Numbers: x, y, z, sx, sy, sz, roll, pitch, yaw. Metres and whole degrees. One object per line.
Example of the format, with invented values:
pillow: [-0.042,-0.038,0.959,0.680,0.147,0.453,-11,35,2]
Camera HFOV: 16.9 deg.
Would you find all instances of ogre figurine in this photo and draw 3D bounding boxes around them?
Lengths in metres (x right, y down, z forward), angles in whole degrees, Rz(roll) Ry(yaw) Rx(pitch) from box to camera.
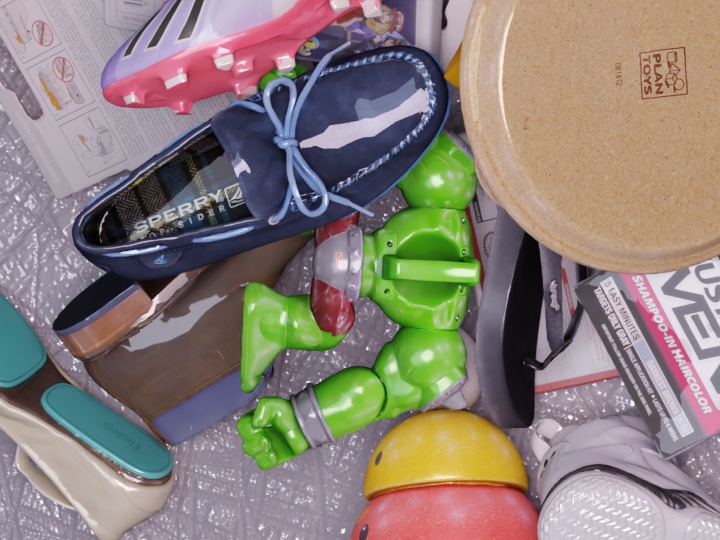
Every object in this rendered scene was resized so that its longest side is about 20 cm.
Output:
ogre figurine: [0.000,0.000,1.235,0.119,0.098,0.201,4,73,0]

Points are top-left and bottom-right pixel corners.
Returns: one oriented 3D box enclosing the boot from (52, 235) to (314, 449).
boot: [-0.061,0.015,1.333,0.199,0.075,0.097,-30,109,11]

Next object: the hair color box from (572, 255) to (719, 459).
hair color box: [0.216,0.002,1.188,0.199,0.061,0.099,-31,83,20]

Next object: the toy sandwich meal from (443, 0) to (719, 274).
toy sandwich meal: [0.132,-0.099,1.140,0.204,0.070,0.207,-2,98,-16]

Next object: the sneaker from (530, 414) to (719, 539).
sneaker: [0.171,0.135,1.232,0.199,0.115,0.075,25,109,-17]

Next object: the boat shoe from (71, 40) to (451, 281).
boat shoe: [-0.047,-0.044,1.171,0.199,0.069,0.084,-33,79,14]

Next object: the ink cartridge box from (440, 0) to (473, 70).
ink cartridge box: [-0.002,-0.193,1.255,0.200,0.067,0.117,42,138,14]

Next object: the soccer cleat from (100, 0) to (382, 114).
soccer cleat: [-0.051,-0.138,1.180,0.199,0.067,0.077,-25,72,35]

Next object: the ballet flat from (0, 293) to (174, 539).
ballet flat: [-0.193,0.079,1.384,0.200,0.069,0.070,42,108,14]

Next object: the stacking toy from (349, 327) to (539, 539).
stacking toy: [0.044,0.125,1.273,0.145,0.146,0.201,-11,72,23]

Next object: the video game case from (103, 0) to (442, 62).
video game case: [-0.043,-0.204,1.190,0.181,0.023,0.201,11,115,20]

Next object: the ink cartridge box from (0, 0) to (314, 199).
ink cartridge box: [-0.134,-0.139,1.326,0.199,0.050,0.161,-19,104,47]

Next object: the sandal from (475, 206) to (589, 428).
sandal: [0.094,-0.015,1.229,0.043,0.076,0.201,10,98,17]

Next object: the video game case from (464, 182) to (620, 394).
video game case: [0.149,-0.021,1.256,0.199,0.017,0.144,-13,89,23]
